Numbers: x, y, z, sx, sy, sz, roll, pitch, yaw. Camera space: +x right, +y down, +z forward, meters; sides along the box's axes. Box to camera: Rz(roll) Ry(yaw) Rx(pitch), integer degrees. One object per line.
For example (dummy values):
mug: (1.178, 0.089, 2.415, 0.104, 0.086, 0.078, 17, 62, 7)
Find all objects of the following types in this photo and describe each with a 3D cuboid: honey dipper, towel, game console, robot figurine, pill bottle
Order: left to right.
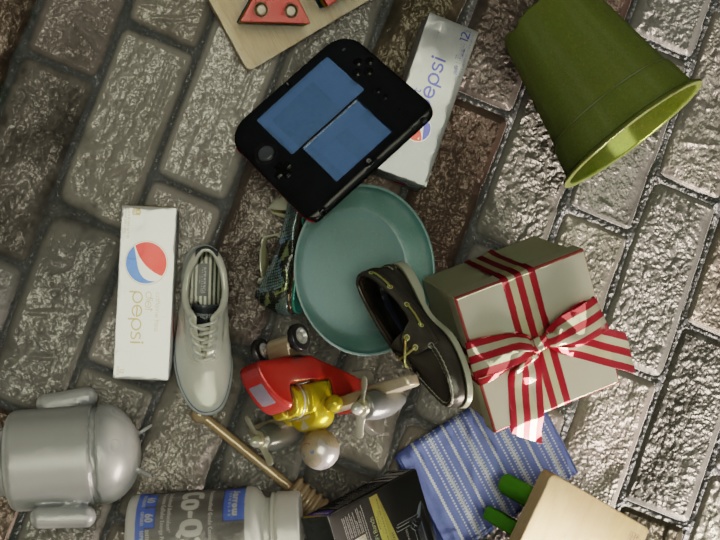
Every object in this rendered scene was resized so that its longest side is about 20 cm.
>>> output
robot figurine: (-0.338, 0.213, 1.310, 0.196, 0.114, 0.172, -3, 60, -6)
pill bottle: (-0.164, 0.309, 1.317, 0.196, 0.114, 0.116, -4, 89, 0)
honey dipper: (-0.124, 0.227, 1.374, 0.199, 0.038, 0.038, 41, 85, -2)
game console: (-0.037, -0.172, 1.351, 0.200, 0.031, 0.177, -42, 56, -6)
towel: (0.156, 0.241, 1.417, 0.198, 0.024, 0.146, -30, 90, -8)

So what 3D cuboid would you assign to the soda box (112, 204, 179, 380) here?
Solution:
soda box: (-0.252, 0.026, 1.350, 0.067, 0.064, 0.204, 3, 88, -7)

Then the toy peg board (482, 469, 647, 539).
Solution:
toy peg board: (0.217, 0.354, 1.379, 0.198, 0.097, 0.202, 31, 83, -34)

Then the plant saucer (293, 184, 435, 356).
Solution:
plant saucer: (0.000, 0.000, 1.367, 0.197, 0.036, 0.204, 1, 88, -31)

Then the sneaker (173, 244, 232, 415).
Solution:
sneaker: (-0.188, 0.069, 1.347, 0.072, 0.071, 0.204, -4, 85, -6)

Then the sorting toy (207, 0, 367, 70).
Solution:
sorting toy: (-0.097, -0.376, 1.357, 0.197, 0.070, 0.202, -31, 104, -7)

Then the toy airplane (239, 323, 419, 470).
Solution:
toy airplane: (-0.038, 0.161, 1.303, 0.195, 0.201, 0.144, 2, 62, -3)

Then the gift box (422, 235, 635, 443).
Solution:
gift box: (0.196, 0.079, 1.330, 0.182, 0.187, 0.203, -25, 101, -6)

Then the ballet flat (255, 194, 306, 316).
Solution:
ballet flat: (-0.085, -0.049, 1.374, 0.073, 0.074, 0.204, 14, 83, -6)

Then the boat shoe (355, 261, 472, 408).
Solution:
boat shoe: (0.058, 0.076, 1.291, 0.060, 0.072, 0.203, -8, 50, -30)

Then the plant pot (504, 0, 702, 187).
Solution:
plant pot: (0.272, -0.236, 1.373, 0.198, 0.200, 0.191, -34, 79, -6)

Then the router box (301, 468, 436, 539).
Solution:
router box: (0.028, 0.356, 1.339, 0.156, 0.052, 0.204, -16, 90, -45)

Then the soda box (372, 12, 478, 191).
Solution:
soda box: (0.076, -0.204, 1.395, 0.067, 0.063, 0.203, 19, 87, -7)
